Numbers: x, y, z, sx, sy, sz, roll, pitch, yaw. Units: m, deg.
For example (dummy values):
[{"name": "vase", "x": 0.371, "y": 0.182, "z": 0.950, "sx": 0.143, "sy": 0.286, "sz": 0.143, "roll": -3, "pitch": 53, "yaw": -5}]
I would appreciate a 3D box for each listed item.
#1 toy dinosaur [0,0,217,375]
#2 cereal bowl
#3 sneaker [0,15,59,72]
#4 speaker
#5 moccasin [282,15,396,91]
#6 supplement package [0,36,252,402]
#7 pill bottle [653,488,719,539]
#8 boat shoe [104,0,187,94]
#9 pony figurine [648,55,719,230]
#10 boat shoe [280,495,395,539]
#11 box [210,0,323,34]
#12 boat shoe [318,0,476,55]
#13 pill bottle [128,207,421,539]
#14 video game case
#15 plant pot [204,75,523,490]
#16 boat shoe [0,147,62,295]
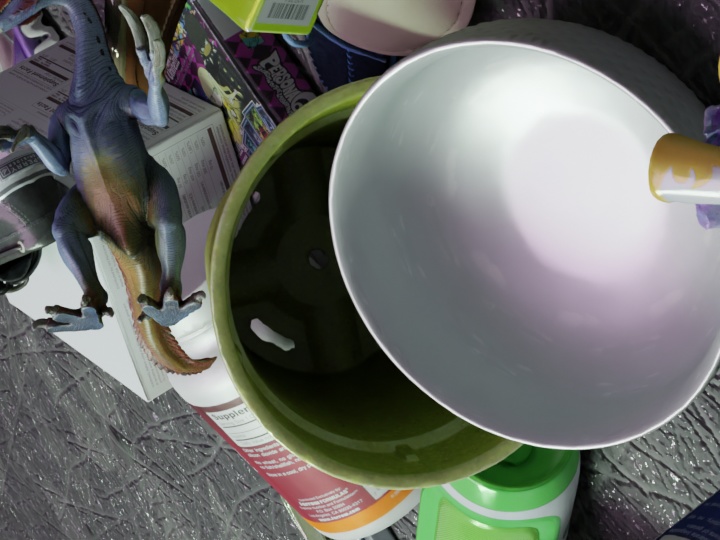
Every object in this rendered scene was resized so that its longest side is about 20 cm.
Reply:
[{"name": "toy dinosaur", "x": -0.143, "y": -0.058, "z": 1.120, "sx": 0.200, "sy": 0.104, "sz": 0.183, "roll": 89, "pitch": 171, "yaw": -66}, {"name": "cereal bowl", "x": 0.090, "y": -0.025, "z": 0.996, "sx": 0.199, "sy": 0.083, "sz": 0.202, "roll": 14, "pitch": 121, "yaw": 25}, {"name": "sneaker", "x": -0.285, "y": -0.188, "z": 1.566, "sx": 0.201, "sy": 0.088, "sz": 0.080, "roll": 58, "pitch": 158, "yaw": 0}, {"name": "speaker", "x": 0.078, "y": 0.148, "z": 1.276, "sx": 0.088, "sy": 0.088, "sz": 0.201, "roll": 45, "pitch": 154, "yaw": 26}, {"name": "moccasin", "x": -0.034, "y": -0.169, "z": 1.117, "sx": 0.080, "sy": 0.068, "sz": 0.201, "roll": 31, "pitch": 146, "yaw": 45}, {"name": "supplement package", "x": -0.161, "y": -0.037, "z": 1.391, "sx": 0.200, "sy": 0.110, "sz": 0.157, "roll": 29, "pitch": 143, "yaw": 51}, {"name": "pill bottle", "x": 0.161, "y": 0.171, "z": 0.993, "sx": 0.111, "sy": 0.199, "sz": 0.111, "roll": 44, "pitch": 154, "yaw": 28}, {"name": "boat shoe", "x": -0.092, "y": -0.183, "z": 1.142, "sx": 0.076, "sy": 0.073, "sz": 0.201, "roll": -97, "pitch": 16, "yaw": -61}, {"name": "pony figurine", "x": 0.192, "y": -0.053, "z": 0.724, "sx": 0.199, "sy": 0.166, "sz": 0.195, "roll": 9, "pitch": 104, "yaw": 42}, {"name": "boat shoe", "x": -0.002, "y": 0.219, "z": 1.548, "sx": 0.200, "sy": 0.062, "sz": 0.072, "roll": 52, "pitch": 156, "yaw": 15}, {"name": "box", "x": -0.076, "y": -0.213, "z": 1.023, "sx": 0.200, "sy": 0.047, "sz": 0.123, "roll": 41, "pitch": 118, "yaw": 32}, {"name": "boat shoe", "x": 0.029, "y": -0.159, "z": 1.018, "sx": 0.071, "sy": 0.060, "sz": 0.200, "roll": 17, "pitch": 160, "yaw": -8}, {"name": "pill bottle", "x": -0.043, "y": 0.059, "z": 1.301, "sx": 0.200, "sy": 0.113, "sz": 0.113, "roll": 48, "pitch": 163, "yaw": -27}, {"name": "video game case", "x": -0.065, "y": -0.067, "z": 1.348, "sx": 0.182, "sy": 0.036, "sz": 0.200, "roll": 54, "pitch": 157, "yaw": 8}, {"name": "plant pot", "x": 0.000, "y": 0.000, "z": 1.145, "sx": 0.201, "sy": 0.200, "sz": 0.184, "roll": 62, "pitch": 168, "yaw": -11}, {"name": "boat shoe", "x": -0.222, "y": -0.014, "z": 1.318, "sx": 0.057, "sy": 0.068, "sz": 0.200, "roll": 59, "pitch": 154, "yaw": 3}]
